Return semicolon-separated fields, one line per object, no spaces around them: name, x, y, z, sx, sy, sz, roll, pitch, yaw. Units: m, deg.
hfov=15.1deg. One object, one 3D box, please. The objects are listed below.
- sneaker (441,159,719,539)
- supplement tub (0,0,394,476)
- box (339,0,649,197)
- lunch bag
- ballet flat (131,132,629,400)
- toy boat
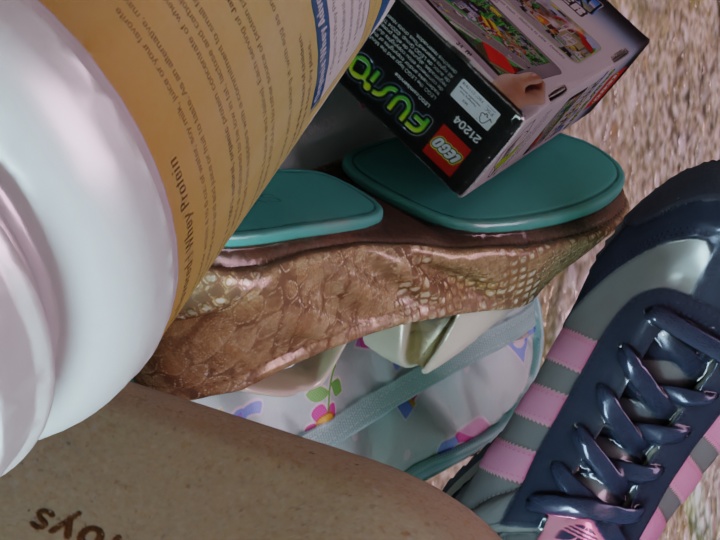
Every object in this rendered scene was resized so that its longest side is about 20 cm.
sneaker;0.077;0.058;0.818;0.200;0.070;0.082;-61;-173;35
supplement tub;-0.085;-0.052;0.615;0.200;0.144;0.145;-58;143;-41
box;-0.010;-0.115;0.826;0.035;0.200;0.110;-50;171;29
lunch bag;-0.025;0.007;0.857;0.200;0.077;0.161;-27;108;-42
ballet flat;0.000;0.000;0.795;0.200;0.070;0.065;-8;122;-43
toy boat;-0.046;0.116;0.681;0.131;0.199;0.131;89;26;-45
